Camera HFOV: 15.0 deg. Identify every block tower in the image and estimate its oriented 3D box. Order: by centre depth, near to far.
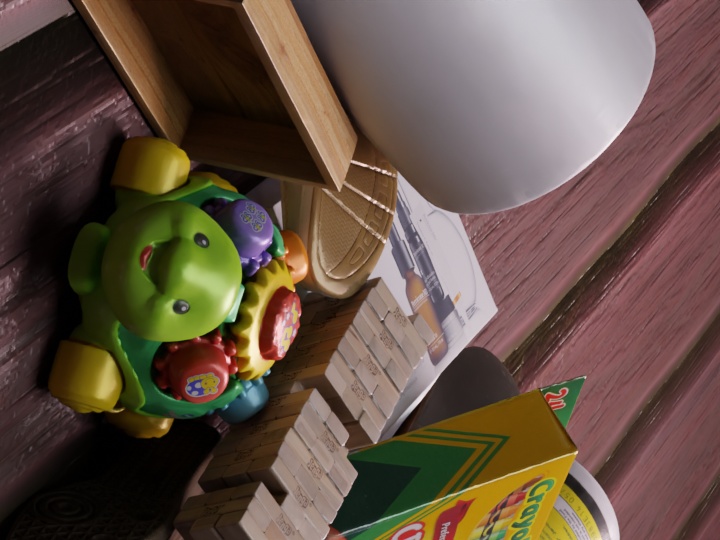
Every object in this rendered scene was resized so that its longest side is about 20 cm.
[{"bbox_3d":[-0.029,0.085,1.441,0.058,0.054,0.200,56,41,-24],"label":"block tower"}]

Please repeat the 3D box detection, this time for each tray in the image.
[{"bbox_3d":[-0.072,-0.106,1.350,0.200,0.098,0.037,61,45,-63],"label":"tray"}]

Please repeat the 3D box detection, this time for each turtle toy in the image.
[{"bbox_3d":[-0.088,0.012,1.384,0.200,0.101,0.147,37,69,-69],"label":"turtle toy"}]

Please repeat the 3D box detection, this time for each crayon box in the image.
[{"bbox_3d":[0.044,0.139,1.577,0.199,0.051,0.127,-18,148,-24],"label":"crayon box"}]

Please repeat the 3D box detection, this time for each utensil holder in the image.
[{"bbox_3d":[0.038,-0.151,1.416,0.200,0.169,0.171,48,54,-37],"label":"utensil holder"}]

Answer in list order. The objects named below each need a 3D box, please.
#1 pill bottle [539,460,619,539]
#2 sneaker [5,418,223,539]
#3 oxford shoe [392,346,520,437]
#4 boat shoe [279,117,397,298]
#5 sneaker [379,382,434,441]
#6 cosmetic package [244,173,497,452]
[{"bbox_3d":[0.070,0.204,1.731,0.200,0.112,0.113,-41,142,-42],"label":"pill bottle"},{"bbox_3d":[-0.123,0.145,1.427,0.200,0.070,0.076,-37,139,-60],"label":"sneaker"},{"bbox_3d":[0.045,0.111,1.743,0.071,0.071,0.200,-37,-175,34],"label":"oxford shoe"},{"bbox_3d":[-0.024,-0.074,1.508,0.071,0.069,0.201,36,52,-46],"label":"boat shoe"},{"bbox_3d":[-0.027,0.088,1.692,0.082,0.074,0.200,49,58,-25],"label":"sneaker"},{"bbox_3d":[0.000,0.000,1.607,0.151,0.051,0.200,65,31,-12],"label":"cosmetic package"}]
